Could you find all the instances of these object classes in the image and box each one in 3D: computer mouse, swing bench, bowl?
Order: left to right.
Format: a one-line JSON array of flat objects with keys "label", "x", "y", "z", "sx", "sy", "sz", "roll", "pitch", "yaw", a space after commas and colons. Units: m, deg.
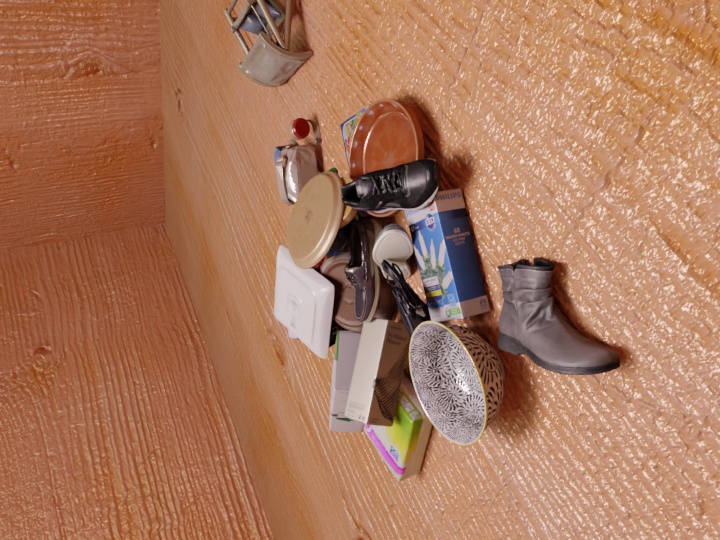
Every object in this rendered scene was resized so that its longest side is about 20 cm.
[{"label": "swing bench", "x": -0.221, "y": -0.560, "z": 1.375, "sx": 0.198, "sy": 0.128, "sz": 0.203, "roll": -8, "pitch": 94, "yaw": 63}, {"label": "computer mouse", "x": 0.102, "y": 0.076, "z": 1.040, "sx": 0.201, "sy": 0.052, "sz": 0.139, "roll": 67, "pitch": 177, "yaw": -45}, {"label": "bowl", "x": 0.170, "y": 0.168, "z": 0.944, "sx": 0.200, "sy": 0.093, "sz": 0.204, "roll": 36, "pitch": 133, "yaw": 51}]

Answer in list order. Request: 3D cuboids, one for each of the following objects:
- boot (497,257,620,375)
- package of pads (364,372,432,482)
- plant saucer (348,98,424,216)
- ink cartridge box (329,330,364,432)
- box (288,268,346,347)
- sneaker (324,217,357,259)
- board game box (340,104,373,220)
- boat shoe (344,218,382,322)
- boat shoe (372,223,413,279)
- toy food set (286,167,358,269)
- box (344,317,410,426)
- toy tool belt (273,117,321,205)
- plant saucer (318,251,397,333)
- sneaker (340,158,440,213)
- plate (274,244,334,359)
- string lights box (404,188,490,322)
[{"label": "boot", "x": 0.250, "y": 0.055, "z": 0.773, "sx": 0.199, "sy": 0.069, "sz": 0.134, "roll": 13, "pitch": 108, "yaw": 57}, {"label": "package of pads", "x": 0.078, "y": 0.319, "z": 1.231, "sx": 0.155, "sy": 0.067, "sz": 0.202, "roll": 49, "pitch": 142, "yaw": 42}, {"label": "plant saucer", "x": 0.046, "y": -0.197, "z": 1.027, "sx": 0.199, "sy": 0.032, "sz": 0.204, "roll": 7, "pitch": 99, "yaw": 55}, {"label": "ink cartridge box", "x": -0.023, "y": 0.253, "z": 1.307, "sx": 0.201, "sy": 0.083, "sz": 0.148, "roll": 97, "pitch": 175, "yaw": -51}, {"label": "box", "x": -0.102, "y": 0.060, "z": 1.375, "sx": 0.131, "sy": 0.114, "sz": 0.203, "roll": 9, "pitch": 111, "yaw": 34}, {"label": "sneaker", "x": -0.038, "y": -0.106, "z": 1.226, "sx": 0.076, "sy": 0.077, "sz": 0.202, "roll": 68, "pitch": -155, "yaw": -52}, {"label": "board game box", "x": 0.020, "y": -0.209, "z": 1.149, "sx": 0.135, "sy": 0.034, "sz": 0.203, "roll": -7, "pitch": 94, "yaw": 64}, {"label": "boat shoe", "x": 0.000, "y": 0.000, "z": 1.128, "sx": 0.072, "sy": 0.064, "sz": 0.204, "roll": 16, "pitch": 102, "yaw": 59}, {"label": "boat shoe", "x": 0.059, "y": -0.044, "z": 1.054, "sx": 0.200, "sy": 0.072, "sz": 0.063, "roll": 71, "pitch": -167, "yaw": -67}, {"label": "toy food set", "x": -0.081, "y": -0.100, "z": 1.122, "sx": 0.198, "sy": 0.048, "sz": 0.202, "roll": 38, "pitch": 108, "yaw": 56}, {"label": "box", "x": 0.036, "y": 0.199, "z": 1.149, "sx": 0.068, "sy": 0.082, "sz": 0.203, "roll": 5, "pitch": 82, "yaw": 46}, {"label": "toy tool belt", "x": -0.162, "y": -0.257, "z": 1.400, "sx": 0.122, "sy": 0.124, "sz": 0.203, "roll": 9, "pitch": 109, "yaw": 53}, {"label": "plant saucer", "x": -0.017, "y": 0.044, "z": 1.224, "sx": 0.198, "sy": 0.037, "sz": 0.204, "roll": 10, "pitch": 110, "yaw": 27}, {"label": "sneaker", "x": 0.042, "y": -0.129, "z": 0.936, "sx": 0.199, "sy": 0.087, "sz": 0.077, "roll": -13, "pitch": 82, "yaw": 55}, {"label": "plate", "x": -0.137, "y": 0.074, "z": 1.294, "sx": 0.199, "sy": 0.032, "sz": 0.203, "roll": 35, "pitch": 130, "yaw": 36}, {"label": "string lights box", "x": 0.141, "y": -0.022, "z": 0.960, "sx": 0.103, "sy": 0.058, "sz": 0.203, "roll": -22, "pitch": 81, "yaw": 66}]
